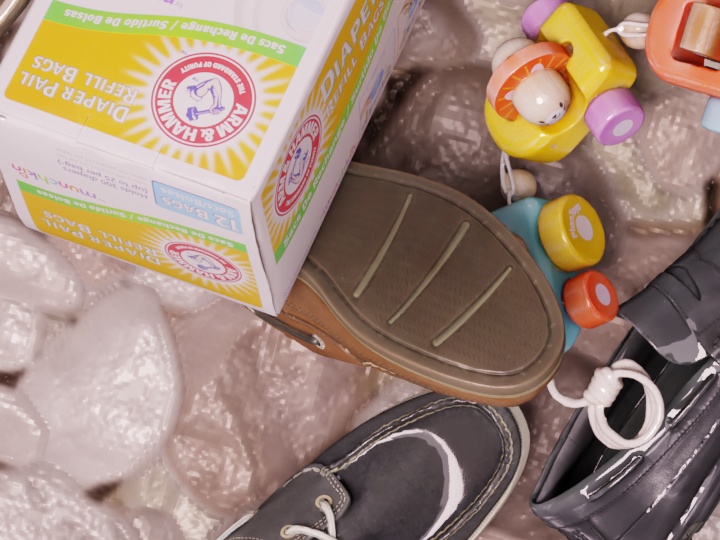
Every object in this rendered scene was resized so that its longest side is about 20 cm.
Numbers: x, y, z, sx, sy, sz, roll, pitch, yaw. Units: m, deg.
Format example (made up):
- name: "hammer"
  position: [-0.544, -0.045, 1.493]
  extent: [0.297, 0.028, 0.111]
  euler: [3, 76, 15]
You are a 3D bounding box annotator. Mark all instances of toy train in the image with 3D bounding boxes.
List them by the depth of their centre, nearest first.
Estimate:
- name: "toy train"
  position: [0.094, -0.038, 1.069]
  extent: [0.056, 0.150, 0.200]
  euler: [12, 102, -46]

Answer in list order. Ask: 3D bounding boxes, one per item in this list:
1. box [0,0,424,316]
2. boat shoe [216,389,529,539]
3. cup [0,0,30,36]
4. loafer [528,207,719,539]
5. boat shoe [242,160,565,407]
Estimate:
- name: "box"
  position: [-0.046, -0.101, 1.029]
  extent: [0.112, 0.101, 0.200]
  euler: [20, 69, 13]
- name: "boat shoe"
  position: [-0.015, 0.118, 1.106]
  extent: [0.200, 0.068, 0.072]
  euler: [-36, 91, 9]
- name: "cup"
  position: [-0.194, -0.154, 1.042]
  extent: [0.200, 0.143, 0.201]
  euler: [0, 90, 6]
- name: "loafer"
  position: [0.137, 0.027, 1.103]
  extent: [0.070, 0.068, 0.201]
  euler: [25, 98, -29]
- name: "boat shoe"
  position: [0.000, 0.000, 1.072]
  extent: [0.200, 0.068, 0.072]
  euler: [32, 67, 27]
